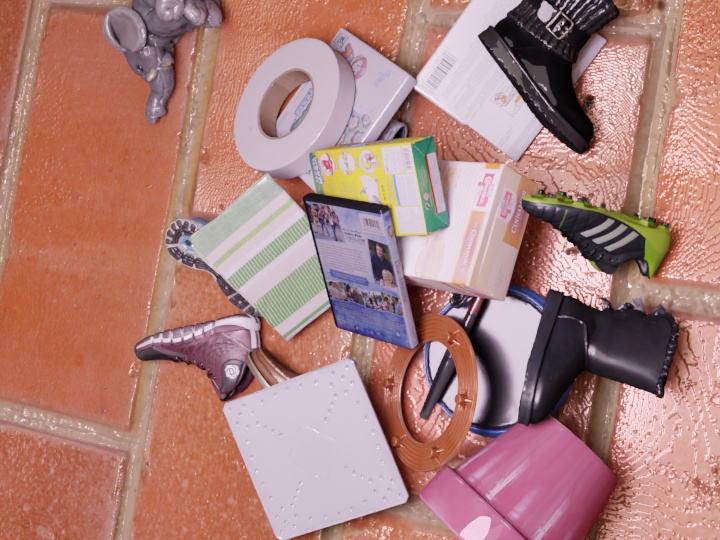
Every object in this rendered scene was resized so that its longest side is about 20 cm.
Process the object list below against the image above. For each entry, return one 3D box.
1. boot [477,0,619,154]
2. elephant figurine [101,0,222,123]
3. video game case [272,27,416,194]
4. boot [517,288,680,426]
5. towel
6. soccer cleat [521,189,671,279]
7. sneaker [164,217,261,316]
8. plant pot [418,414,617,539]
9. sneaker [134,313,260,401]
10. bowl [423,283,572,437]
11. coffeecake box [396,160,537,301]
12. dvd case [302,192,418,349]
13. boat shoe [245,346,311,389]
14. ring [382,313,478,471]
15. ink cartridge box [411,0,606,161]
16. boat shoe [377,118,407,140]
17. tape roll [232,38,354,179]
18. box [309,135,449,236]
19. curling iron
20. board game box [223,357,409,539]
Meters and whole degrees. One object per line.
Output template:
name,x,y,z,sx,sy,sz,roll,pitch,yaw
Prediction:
boot,0.266,-0.269,1.274,0.158,0.079,0.211,-37,93,8
elephant figurine,-0.310,-0.352,1.511,0.200,0.141,0.155,-41,42,30
video game case,-0.034,-0.217,1.397,0.200,0.024,0.182,-54,45,9
boot,0.281,0.112,1.199,0.162,0.073,0.199,16,55,11
towel,-0.112,-0.014,1.369,0.152,0.023,0.200,-37,110,17
soccer cleat,0.282,-0.042,1.226,0.199,0.068,0.081,15,100,-14
sneaker,-0.175,-0.016,1.441,0.200,0.090,0.078,39,113,-1
plant pot,0.199,0.273,1.213,0.200,0.200,0.179,42,85,20
sneaker,-0.229,0.136,1.452,0.199,0.076,0.116,-14,83,19
bowl,0.174,0.115,1.310,0.200,0.039,0.201,-2,84,22
coffeecake box,0.108,-0.055,1.284,0.200,0.073,0.154,10,81,49
dvd case,0.000,0.000,1.303,0.142,0.018,0.201,14,127,43
boat shoe,-0.069,0.168,1.387,0.200,0.072,0.068,44,102,6
ring,0.081,0.153,1.291,0.200,0.019,0.201,-27,58,55
ink cartridge box,0.194,-0.274,1.339,0.173,0.044,0.200,36,99,-2
boat shoe,0.014,-0.113,1.378,0.071,0.070,0.201,14,87,29
tape roll,-0.095,-0.225,1.413,0.202,0.037,0.203,-18,62,36
box,0.016,-0.102,1.275,0.200,0.048,0.118,2,108,46
curling iron,0.115,0.097,1.302,0.050,0.026,0.201,23,99,43
board game box,-0.058,0.236,1.340,0.199,0.026,0.201,-22,92,19
